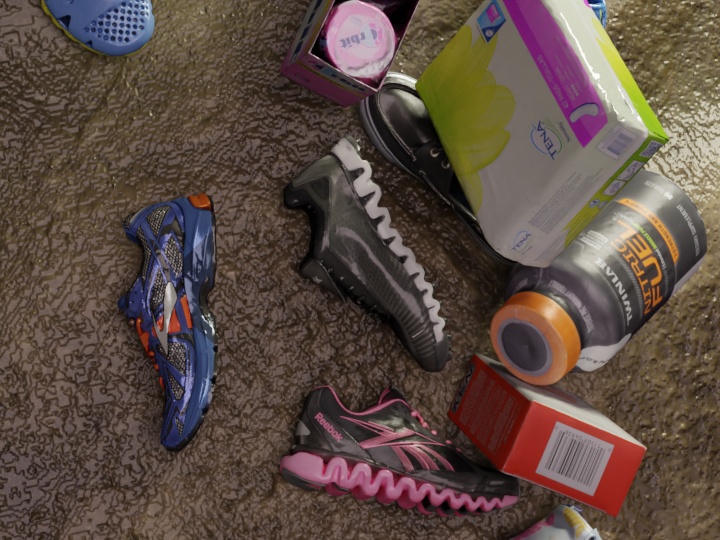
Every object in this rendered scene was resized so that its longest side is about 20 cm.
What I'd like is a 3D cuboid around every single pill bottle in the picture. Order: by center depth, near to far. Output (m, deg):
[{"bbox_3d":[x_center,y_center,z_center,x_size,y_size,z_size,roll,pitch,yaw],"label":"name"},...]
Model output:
[{"bbox_3d":[0.183,0.010,1.678,0.200,0.106,0.107,-40,98,-40],"label":"pill bottle"}]

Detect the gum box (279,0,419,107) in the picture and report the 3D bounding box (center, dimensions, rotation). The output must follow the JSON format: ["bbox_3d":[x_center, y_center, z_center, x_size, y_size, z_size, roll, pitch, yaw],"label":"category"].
[{"bbox_3d":[0.016,-0.237,1.683,0.066,0.113,0.201,26,82,-11],"label":"gum box"}]

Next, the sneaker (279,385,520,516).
[{"bbox_3d":[0.038,0.142,1.700,0.198,0.079,0.096,13,73,-14],"label":"sneaker"}]

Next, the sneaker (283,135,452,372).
[{"bbox_3d":[0.000,0.000,1.697,0.090,0.066,0.201,-27,90,-10],"label":"sneaker"}]

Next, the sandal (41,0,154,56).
[{"bbox_3d":[-0.225,-0.255,1.641,0.079,0.087,0.201,-35,98,-14],"label":"sandal"}]

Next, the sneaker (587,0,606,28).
[{"bbox_3d":[0.154,-0.170,1.718,0.075,0.105,0.202,-1,88,-13],"label":"sneaker"}]

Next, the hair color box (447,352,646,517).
[{"bbox_3d":[0.141,0.125,1.651,0.101,0.200,0.062,23,94,-11],"label":"hair color box"}]

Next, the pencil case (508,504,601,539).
[{"bbox_3d":[0.109,0.268,1.697,0.199,0.091,0.084,-29,95,-12],"label":"pencil case"}]

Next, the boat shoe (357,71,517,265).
[{"bbox_3d":[0.080,-0.086,1.721,0.200,0.057,0.069,45,79,-8],"label":"boat shoe"}]

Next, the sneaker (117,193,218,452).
[{"bbox_3d":[-0.151,0.041,1.661,0.078,0.075,0.202,-1,80,-5],"label":"sneaker"}]

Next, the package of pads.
[{"bbox_3d":[0.130,-0.120,1.621,0.068,0.201,0.155,16,127,-38],"label":"package of pads"}]
